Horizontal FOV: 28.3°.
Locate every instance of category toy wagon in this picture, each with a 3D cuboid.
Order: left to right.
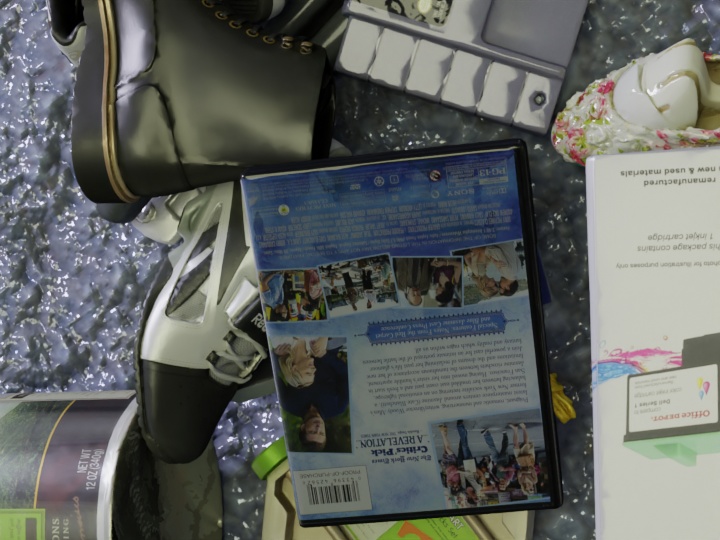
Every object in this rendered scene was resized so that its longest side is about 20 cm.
[{"bbox_3d":[0.039,0.126,0.800,0.200,0.040,0.155,-41,78,12],"label":"toy wagon"}]

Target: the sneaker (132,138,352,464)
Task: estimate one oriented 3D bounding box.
[{"bbox_3d":[-0.059,0.012,0.767,0.088,0.074,0.200,12,83,25],"label":"sneaker"}]

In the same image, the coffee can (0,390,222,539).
[{"bbox_3d":[-0.198,0.141,0.819,0.200,0.146,0.146,-4,88,17],"label":"coffee can"}]

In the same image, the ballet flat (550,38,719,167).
[{"bbox_3d":[0.194,-0.094,0.736,0.200,0.064,0.076,-3,56,19],"label":"ballet flat"}]

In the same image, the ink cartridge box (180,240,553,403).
[{"bbox_3d":[0.000,0.000,0.809,0.200,0.039,0.100,-20,73,15],"label":"ink cartridge box"}]

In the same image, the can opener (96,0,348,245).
[{"bbox_3d":[-0.072,-0.096,0.825,0.200,0.067,0.053,-46,77,12],"label":"can opener"}]

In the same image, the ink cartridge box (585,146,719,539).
[{"bbox_3d":[0.164,0.046,0.706,0.084,0.145,0.200,-2,88,17],"label":"ink cartridge box"}]

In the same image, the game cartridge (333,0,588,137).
[{"bbox_3d":[0.070,-0.187,0.784,0.130,0.038,0.200,17,94,-4],"label":"game cartridge"}]

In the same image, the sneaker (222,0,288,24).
[{"bbox_3d":[-0.043,-0.248,0.803,0.084,0.121,0.200,9,116,56],"label":"sneaker"}]

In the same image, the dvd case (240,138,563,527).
[{"bbox_3d":[0.024,0.037,0.732,0.143,0.018,0.200,-6,108,7],"label":"dvd case"}]

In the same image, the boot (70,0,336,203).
[{"bbox_3d":[-0.074,-0.136,0.759,0.138,0.077,0.200,-1,85,13],"label":"boot"}]

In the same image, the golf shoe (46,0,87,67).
[{"bbox_3d":[-0.149,-0.212,0.840,0.078,0.094,0.200,-4,86,19],"label":"golf shoe"}]
